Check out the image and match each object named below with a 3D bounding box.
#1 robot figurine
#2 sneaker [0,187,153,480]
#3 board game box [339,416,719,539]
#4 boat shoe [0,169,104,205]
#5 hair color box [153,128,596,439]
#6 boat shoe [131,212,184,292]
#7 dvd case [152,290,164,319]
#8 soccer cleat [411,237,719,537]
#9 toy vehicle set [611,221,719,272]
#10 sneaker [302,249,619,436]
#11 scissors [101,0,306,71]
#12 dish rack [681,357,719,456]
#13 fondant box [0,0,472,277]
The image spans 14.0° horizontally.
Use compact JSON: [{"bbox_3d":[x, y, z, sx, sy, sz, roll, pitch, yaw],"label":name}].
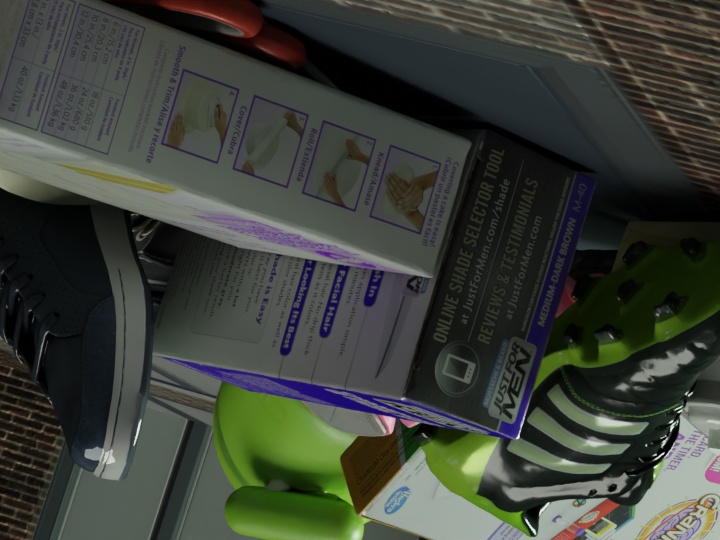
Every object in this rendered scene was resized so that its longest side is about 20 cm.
[{"bbox_3d":[-0.010,0.061,1.509,0.115,0.176,0.200,29,148,-2],"label":"robot figurine"},{"bbox_3d":[-0.164,0.004,1.220,0.146,0.203,0.077,2,136,-17],"label":"sneaker"},{"bbox_3d":[0.113,0.085,1.427,0.200,0.153,0.040,23,-149,-34],"label":"board game box"},{"bbox_3d":[-0.161,-0.075,1.197,0.199,0.071,0.063,6,-146,-19],"label":"boat shoe"},{"bbox_3d":[0.000,0.000,1.191,0.065,0.110,0.200,21,172,-31],"label":"hair color box"},{"bbox_3d":[-0.120,-0.043,1.352,0.200,0.070,0.066,31,169,-29],"label":"boat shoe"},{"bbox_3d":[-0.131,-0.002,1.484,0.148,0.016,0.200,18,-173,4],"label":"dvd case"},{"bbox_3d":[0.102,0.048,1.155,0.081,0.068,0.200,38,141,-14],"label":"soccer cleat"},{"bbox_3d":[0.216,0.025,1.186,0.200,0.027,0.124,21,172,-26],"label":"toy vehicle set"},{"bbox_3d":[0.064,0.009,1.282,0.199,0.096,0.079,-8,132,22],"label":"sneaker"},{"bbox_3d":[-0.104,-0.100,1.087,0.200,0.014,0.073,13,174,38],"label":"scissors"},{"bbox_3d":[0.218,0.076,1.226,0.171,0.044,0.200,10,170,20],"label":"dish rack"},{"bbox_3d":[-0.081,-0.055,1.096,0.200,0.058,0.144,17,176,-33],"label":"fondant box"}]
